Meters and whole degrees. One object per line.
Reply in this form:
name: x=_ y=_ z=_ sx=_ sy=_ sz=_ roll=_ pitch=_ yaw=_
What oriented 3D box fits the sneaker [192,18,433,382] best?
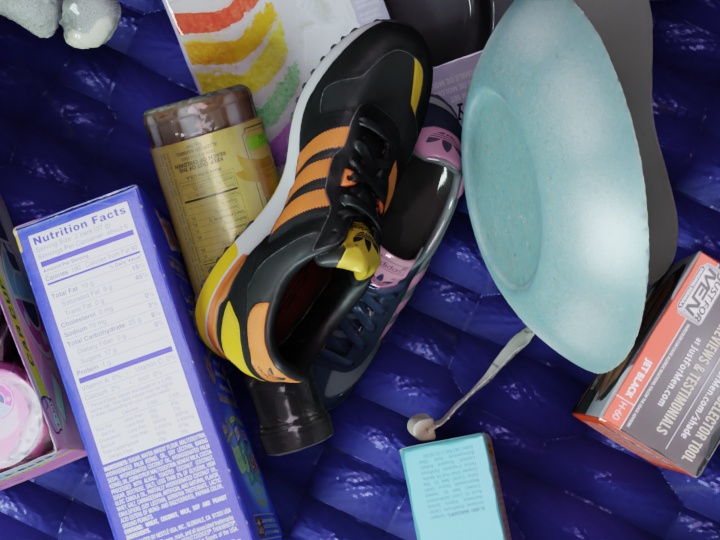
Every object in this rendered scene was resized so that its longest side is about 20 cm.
sneaker: x=-0.006 y=-0.031 z=1.206 sx=0.070 sy=0.090 sz=0.200 roll=29 pitch=90 yaw=-34

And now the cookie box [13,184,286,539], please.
cookie box: x=-0.112 y=0.067 z=1.283 sx=0.075 sy=0.171 sz=0.200 roll=-19 pitch=83 yaw=1

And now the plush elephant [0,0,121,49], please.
plush elephant: x=-0.255 y=-0.143 z=1.275 sx=0.165 sy=0.200 sz=0.155 roll=29 pitch=84 yaw=26

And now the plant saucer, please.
plant saucer: x=0.088 y=-0.043 z=1.198 sx=0.039 sy=0.201 sz=0.201 roll=-10 pitch=84 yaw=-17

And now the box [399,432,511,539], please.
box: x=0.066 y=0.192 z=1.303 sx=0.049 sy=0.082 sz=0.200 roll=-11 pitch=84 yaw=4

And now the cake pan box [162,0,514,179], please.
cake pan box: x=-0.002 y=-0.145 z=1.313 sx=0.200 sy=0.052 sz=0.184 roll=-18 pitch=115 yaw=3

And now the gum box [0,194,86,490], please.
gum box: x=-0.222 y=0.020 z=1.323 sx=0.066 sy=0.114 sz=0.200 roll=-22 pitch=84 yaw=2

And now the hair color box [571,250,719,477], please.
hair color box: x=0.168 y=0.050 z=1.247 sx=0.061 sy=0.200 sz=0.102 roll=31 pitch=87 yaw=2

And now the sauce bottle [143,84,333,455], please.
sauce bottle: x=-0.062 y=0.001 z=1.283 sx=0.065 sy=0.065 sz=0.200 roll=-16 pitch=98 yaw=3

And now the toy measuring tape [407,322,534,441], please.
toy measuring tape: x=0.085 y=0.006 z=1.319 sx=0.200 sy=0.074 sz=0.074 roll=-43 pitch=84 yaw=-4

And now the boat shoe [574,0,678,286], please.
boat shoe: x=0.114 y=-0.087 z=1.248 sx=0.070 sy=0.071 sz=0.201 roll=-18 pitch=102 yaw=-37

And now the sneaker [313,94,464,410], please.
sneaker: x=0.000 y=0.000 z=1.301 sx=0.070 sy=0.082 sz=0.200 roll=19 pitch=107 yaw=-13
